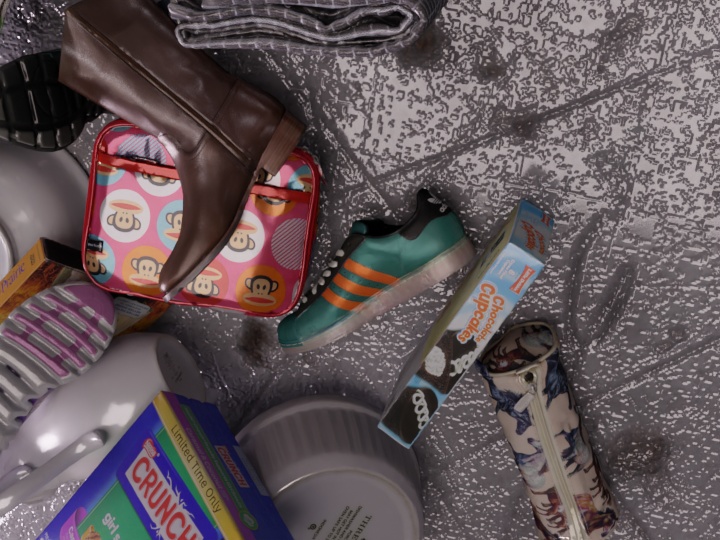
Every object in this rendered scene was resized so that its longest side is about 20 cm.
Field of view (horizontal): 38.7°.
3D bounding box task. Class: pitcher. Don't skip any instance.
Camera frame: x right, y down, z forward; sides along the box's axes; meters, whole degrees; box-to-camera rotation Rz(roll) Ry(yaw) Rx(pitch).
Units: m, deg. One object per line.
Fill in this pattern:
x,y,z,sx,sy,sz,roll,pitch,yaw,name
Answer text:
-0.249,0.149,0.939,0.199,0.172,0.122,-29,105,13,pitcher

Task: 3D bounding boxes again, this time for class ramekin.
-0.033,0.223,0.932,0.200,0.094,0.205,-4,111,-11,ramekin

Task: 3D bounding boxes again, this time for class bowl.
-0.345,-0.030,0.959,0.198,0.090,0.204,5,111,13,bowl

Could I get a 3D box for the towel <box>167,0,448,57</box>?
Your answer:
-0.035,-0.213,0.770,0.197,0.166,0.087,1,117,14,towel

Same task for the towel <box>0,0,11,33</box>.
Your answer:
-0.315,-0.183,0.860,0.030,0.149,0.202,13,109,-22,towel

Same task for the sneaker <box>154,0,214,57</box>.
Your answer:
-0.167,-0.246,0.846,0.083,0.075,0.203,9,105,15,sneaker

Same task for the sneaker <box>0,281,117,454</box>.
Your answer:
-0.297,0.085,0.911,0.080,0.088,0.200,45,90,-9,sneaker

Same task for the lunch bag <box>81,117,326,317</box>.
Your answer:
-0.132,-0.060,0.883,0.197,0.082,0.178,10,102,-4,lunch bag

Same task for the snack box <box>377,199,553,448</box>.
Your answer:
0.089,0.043,0.860,0.037,0.116,0.201,33,115,0,snack box

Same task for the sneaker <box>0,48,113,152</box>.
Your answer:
-0.256,-0.141,0.837,0.078,0.200,0.076,0,107,22,sneaker

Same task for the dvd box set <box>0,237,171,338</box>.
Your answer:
-0.294,0.060,0.963,0.200,0.030,0.146,-40,140,23,dvd box set

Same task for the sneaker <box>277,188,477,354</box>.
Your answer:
0.000,0.000,0.897,0.199,0.071,0.080,-31,96,17,sneaker

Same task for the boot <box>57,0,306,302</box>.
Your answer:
-0.169,-0.103,0.797,0.199,0.064,0.187,36,81,-11,boot

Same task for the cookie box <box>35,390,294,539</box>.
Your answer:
-0.171,0.235,0.865,0.200,0.075,0.171,-48,53,12,cookie box

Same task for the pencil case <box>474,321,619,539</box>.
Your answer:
0.165,0.151,0.897,0.077,0.090,0.202,-16,106,19,pencil case
